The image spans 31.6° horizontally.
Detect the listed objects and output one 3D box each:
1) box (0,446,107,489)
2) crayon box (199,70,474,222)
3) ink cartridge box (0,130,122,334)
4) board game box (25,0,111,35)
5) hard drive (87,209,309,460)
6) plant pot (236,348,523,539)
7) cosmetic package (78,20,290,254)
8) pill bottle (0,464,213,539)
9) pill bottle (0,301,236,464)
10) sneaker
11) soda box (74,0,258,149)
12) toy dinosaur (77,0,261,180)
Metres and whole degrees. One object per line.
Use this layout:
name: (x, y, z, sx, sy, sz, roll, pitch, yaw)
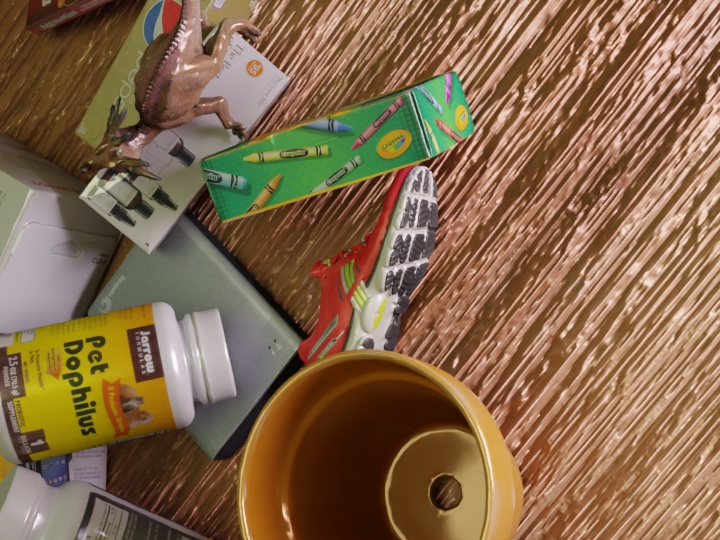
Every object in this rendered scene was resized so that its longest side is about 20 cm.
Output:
box: (-0.285, 0.159, 1.173, 0.041, 0.119, 0.202, -4, 82, 30)
crayon box: (-0.018, -0.103, 1.056, 0.199, 0.119, 0.059, -15, 99, 25)
ink cartridge box: (-0.354, -0.043, 1.214, 0.199, 0.145, 0.145, 29, 98, 27)
board game box: (-0.252, -0.303, 1.225, 0.199, 0.019, 0.104, -12, 68, 40)
hard drive: (-0.149, 0.052, 1.162, 0.200, 0.033, 0.140, 45, 105, 24)
plant pot: (0.036, 0.170, 0.964, 0.199, 0.183, 0.202, -5, 78, 24)
cosmetic package: (-0.155, -0.118, 1.134, 0.082, 0.051, 0.200, 38, 91, -8)
pill bottle: (-0.223, 0.249, 1.080, 0.199, 0.116, 0.117, 28, 100, -16)
pill bottle: (-0.210, 0.090, 1.075, 0.198, 0.109, 0.110, -12, 77, -7)
sneaker: (0.000, 0.000, 1.065, 0.085, 0.077, 0.201, 25, 96, 27)
soda box: (-0.181, -0.190, 1.187, 0.068, 0.064, 0.201, 37, 101, 25)
toy dinosaur: (-0.159, -0.148, 1.033, 0.086, 0.135, 0.201, 39, 139, 18)
